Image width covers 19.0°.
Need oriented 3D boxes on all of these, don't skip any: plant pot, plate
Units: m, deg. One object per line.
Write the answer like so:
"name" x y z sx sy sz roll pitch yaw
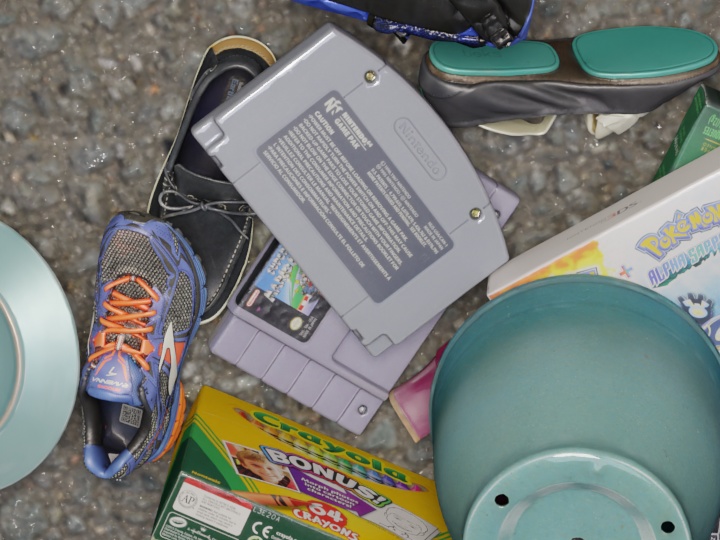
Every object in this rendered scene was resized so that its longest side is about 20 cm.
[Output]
"plant pot" 0.133 0.130 1.327 0.200 0.188 0.200 3 112 6
"plate" -0.282 0.056 1.442 0.200 0.026 0.201 3 98 18

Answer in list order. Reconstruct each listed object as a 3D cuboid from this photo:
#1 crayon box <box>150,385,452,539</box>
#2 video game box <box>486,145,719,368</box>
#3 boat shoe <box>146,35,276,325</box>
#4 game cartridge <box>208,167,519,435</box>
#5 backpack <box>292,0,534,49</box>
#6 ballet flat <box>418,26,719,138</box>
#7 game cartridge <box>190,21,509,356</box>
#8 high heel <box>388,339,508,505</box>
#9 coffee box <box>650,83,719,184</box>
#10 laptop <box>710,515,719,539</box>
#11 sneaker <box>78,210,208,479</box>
"crayon box" -0.030 0.162 1.424 0.200 0.173 0.058 24 105 -6
"video game box" 0.213 0.034 1.405 0.200 0.047 0.182 -29 105 17
"boat shoe" -0.100 -0.056 1.431 0.074 0.062 0.200 14 104 -5
"game cartridge" 0.000 0.000 1.449 0.130 0.038 0.200 29 102 -21
"backpack" 0.018 -0.226 1.336 0.200 0.168 0.163 11 95 2
"ballet flat" 0.136 -0.121 1.419 0.200 0.073 0.073 -3 103 -6
"game cartridge" 0.002 -0.056 1.395 0.133 0.042 0.200 -38 110 0
"high heel" 0.112 0.134 1.474 0.096 0.067 0.200 -35 88 17
"coffee box" 0.239 -0.011 1.432 0.123 0.044 0.200 22 114 -7
"laptop" 0.267 0.257 1.477 0.200 0.116 0.188 5 103 -1
"sneaker" -0.149 0.054 1.422 0.075 0.078 0.200 10 117 13
